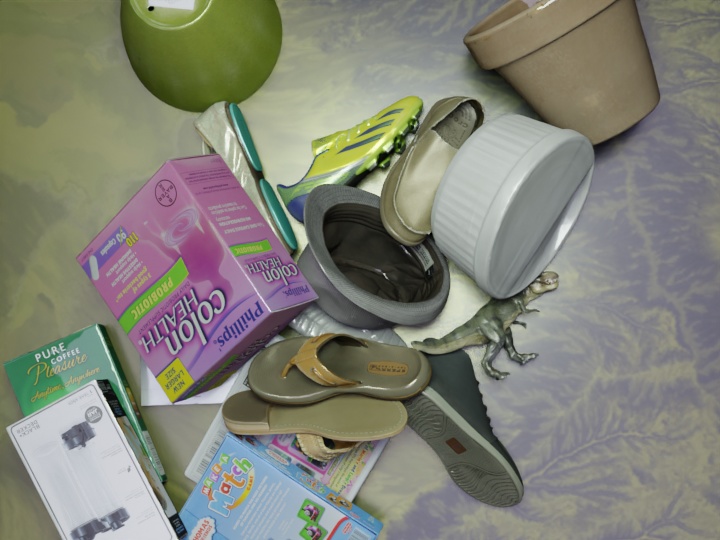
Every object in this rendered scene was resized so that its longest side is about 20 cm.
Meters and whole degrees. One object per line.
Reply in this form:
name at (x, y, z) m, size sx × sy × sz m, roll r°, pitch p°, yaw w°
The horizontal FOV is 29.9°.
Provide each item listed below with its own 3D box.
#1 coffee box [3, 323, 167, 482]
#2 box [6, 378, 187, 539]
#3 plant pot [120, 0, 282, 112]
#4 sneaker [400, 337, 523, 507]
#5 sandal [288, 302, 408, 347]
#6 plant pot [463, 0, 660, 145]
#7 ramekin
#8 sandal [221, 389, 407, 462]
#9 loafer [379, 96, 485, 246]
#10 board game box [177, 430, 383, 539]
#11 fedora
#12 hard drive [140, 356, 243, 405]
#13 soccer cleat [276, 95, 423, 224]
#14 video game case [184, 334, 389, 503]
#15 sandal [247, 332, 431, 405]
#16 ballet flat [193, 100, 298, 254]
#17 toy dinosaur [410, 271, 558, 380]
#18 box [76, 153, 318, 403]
coffee box at (-0.314, 0.173, 1.545) m, size 0.123 × 0.044 × 0.200 m, roll -25°, pitch 85°, yaw 1°
box at (-0.289, 0.234, 1.487) m, size 0.117 × 0.060 × 0.200 m, roll -29°, pitch 85°, yaw 1°
plant pot at (-0.192, -0.287, 1.497) m, size 0.187 × 0.200 × 0.187 m, roll 0°, pitch 85°, yaw 4°
sneaker at (0.126, 0.168, 1.509) m, size 0.075 × 0.106 × 0.200 m, roll -25°, pitch 113°, yaw 37°
sandal at (-0.009, 0.084, 1.534) m, size 0.203 × 0.050 × 0.082 m, roll 45°, pitch 73°, yaw -1°
plant pot at (0.239, -0.233, 1.488) m, size 0.200 × 0.200 × 0.175 m, roll -31°, pitch 102°, yaw 0°
ramekin at (0.160, -0.076, 1.467) m, size 0.094 × 0.202 × 0.203 m, roll 32°, pitch 88°, yaw 27°
sandal at (-0.044, 0.174, 1.471) m, size 0.211 × 0.078 × 0.070 m, roll 1°, pitch 130°, yaw 17°
loafer at (0.082, -0.120, 1.501) m, size 0.076 × 0.067 × 0.200 m, roll 27°, pitch 65°, yaw -13°
board game box at (-0.097, 0.290, 1.504) m, size 0.200 × 0.037 × 0.151 m, roll 33°, pitch 108°, yaw 4°
fedora at (0.000, 0.000, 1.490) m, size 0.200 × 0.090 × 0.177 m, roll 12°, pitch 48°, yaw -33°
hard drive at (-0.189, 0.054, 1.557) m, size 0.132 × 0.026 × 0.200 m, roll -2°, pitch 86°, yaw 3°
soccer cleat at (-0.012, -0.138, 1.544) m, size 0.200 × 0.065 × 0.084 m, roll -45°, pitch 78°, yaw -1°
video game case at (-0.076, 0.195, 1.515) m, size 0.182 × 0.024 × 0.200 m, roll 31°, pitch 104°, yaw 5°
sandal at (-0.025, 0.100, 1.442) m, size 0.200 × 0.054 × 0.080 m, roll 0°, pitch 59°, yaw 13°
ballet flat at (-0.135, -0.097, 1.550) m, size 0.062 × 0.067 × 0.200 m, roll -26°, pitch 79°, yaw 11°
toy dinosaur at (0.151, 0.074, 1.509) m, size 0.200 × 0.047 × 0.088 m, roll -29°, pitch 88°, yaw -26°
box at (-0.179, 0.007, 1.457) m, size 0.176 × 0.097 × 0.200 m, roll -41°, pitch 78°, yaw 29°
